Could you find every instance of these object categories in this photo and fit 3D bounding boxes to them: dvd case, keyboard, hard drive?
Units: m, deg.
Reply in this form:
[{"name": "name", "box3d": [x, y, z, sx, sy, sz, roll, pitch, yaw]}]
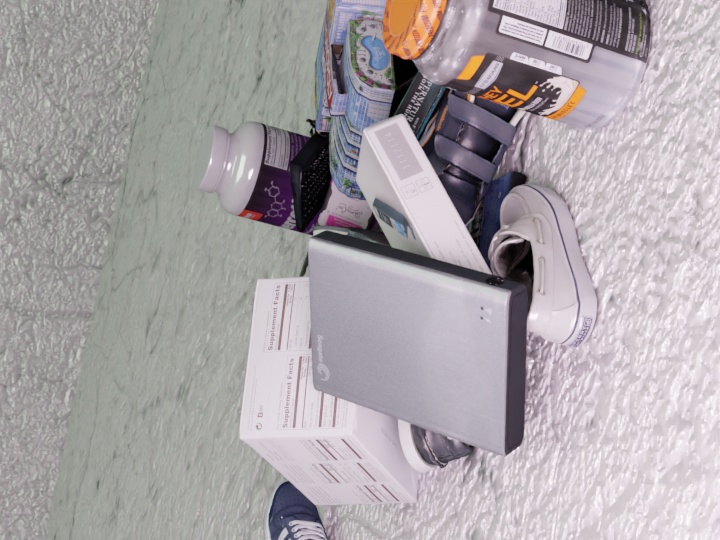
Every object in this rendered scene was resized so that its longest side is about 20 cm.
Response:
[{"name": "dvd case", "box3d": [0.099, -0.006, 1.471, 0.200, 0.017, 0.145, 159, 121, -67]}, {"name": "keyboard", "box3d": [-0.030, -0.124, 1.642, 0.200, 0.039, 0.105, -61, -33, -61]}, {"name": "hard drive", "box3d": [0.043, 0.056, 1.237, 0.198, 0.033, 0.141, 16, 118, 36]}]

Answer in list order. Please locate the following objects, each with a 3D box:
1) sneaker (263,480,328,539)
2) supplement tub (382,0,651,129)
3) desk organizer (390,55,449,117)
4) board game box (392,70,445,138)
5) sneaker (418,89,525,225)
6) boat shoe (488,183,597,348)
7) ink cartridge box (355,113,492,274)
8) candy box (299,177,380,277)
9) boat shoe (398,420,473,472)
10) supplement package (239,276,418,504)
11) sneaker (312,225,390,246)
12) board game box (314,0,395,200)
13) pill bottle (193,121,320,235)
[{"name": "sneaker", "box3d": [-0.053, 0.300, 1.612, 0.109, 0.069, 0.202, 121, 148, -52]}, {"name": "supplement tub", "box3d": [0.125, -0.197, 1.245, 0.122, 0.198, 0.124, -166, 90, -72]}, {"name": "desk organizer", "box3d": [0.043, -0.207, 1.674, 0.201, 0.076, 0.072, -102, 32, -52]}, {"name": "board game box", "box3d": [0.076, -0.192, 1.445, 0.201, 0.028, 0.135, -62, -3, -11]}, {"name": "sneaker", "box3d": [0.102, -0.128, 1.419, 0.079, 0.078, 0.202, -34, 34, 65]}, {"name": "boat shoe", "box3d": [0.140, -0.011, 1.282, 0.201, 0.065, 0.072, -100, 30, -49]}, {"name": "ink cartridge box", "box3d": [0.058, -0.008, 1.333, 0.177, 0.044, 0.201, 97, 148, -65]}, {"name": "candy box", "box3d": [-0.013, -0.046, 1.680, 0.136, 0.060, 0.202, -52, -19, -74]}, {"name": "boat shoe", "box3d": [0.070, 0.085, 1.408, 0.060, 0.075, 0.202, -20, 63, 28]}, {"name": "supplement package", "box3d": [-0.021, 0.115, 1.432, 0.200, 0.109, 0.158, 54, -144, -59]}, {"name": "sneaker", "box3d": [0.000, 0.000, 1.518, 0.200, 0.069, 0.083, -174, 92, -72]}, {"name": "board game box", "box3d": [-0.005, -0.213, 1.526, 0.201, 0.061, 0.202, 101, 170, -47]}, {"name": "pill bottle", "box3d": [-0.092, -0.108, 1.806, 0.112, 0.198, 0.114, -166, 90, -71]}]
